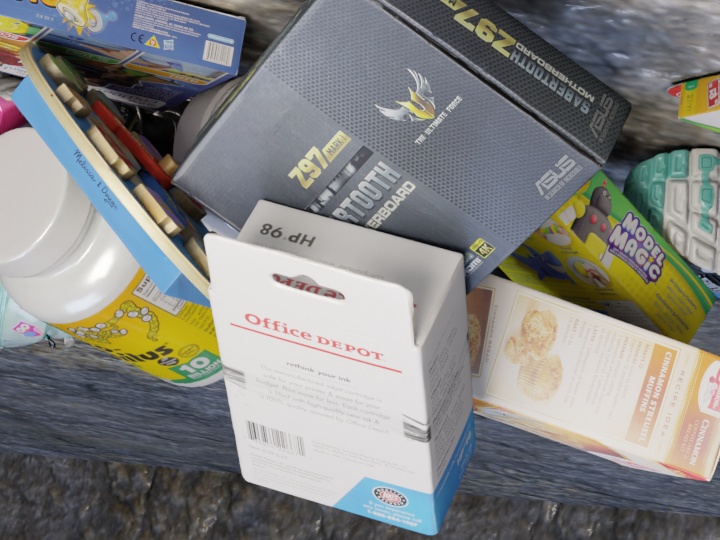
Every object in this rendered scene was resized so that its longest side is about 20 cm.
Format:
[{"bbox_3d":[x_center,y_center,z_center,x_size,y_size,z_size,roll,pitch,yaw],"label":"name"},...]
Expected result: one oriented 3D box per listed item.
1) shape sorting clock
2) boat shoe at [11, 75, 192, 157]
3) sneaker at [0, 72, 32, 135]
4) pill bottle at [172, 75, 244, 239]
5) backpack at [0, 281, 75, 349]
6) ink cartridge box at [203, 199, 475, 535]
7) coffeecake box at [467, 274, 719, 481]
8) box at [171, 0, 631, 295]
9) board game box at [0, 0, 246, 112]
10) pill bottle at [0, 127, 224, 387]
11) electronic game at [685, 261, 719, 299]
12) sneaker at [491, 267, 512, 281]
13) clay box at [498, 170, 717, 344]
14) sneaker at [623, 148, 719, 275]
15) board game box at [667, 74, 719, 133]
[{"bbox_3d":[-0.113,-0.045,1.401,0.200,0.039,0.200,49,-172,-9],"label":"shape sorting clock"},{"bbox_3d":[-0.153,-0.093,1.601,0.200,0.070,0.066,15,172,11],"label":"boat shoe"},{"bbox_3d":[-0.262,-0.086,1.500,0.088,0.081,0.200,29,-164,15],"label":"sneaker"},{"bbox_3d":[-0.006,-0.067,1.461,0.114,0.114,0.200,18,166,-40],"label":"pill bottle"},{"bbox_3d":[-0.219,-0.023,1.708,0.126,0.167,0.200,3,180,-8],"label":"backpack"},{"bbox_3d":[-0.007,0.039,1.328,0.116,0.067,0.200,16,142,18],"label":"ink cartridge box"},{"bbox_3d":[0.098,0.054,1.506,0.200,0.073,0.154,19,175,-12],"label":"coffeecake box"},{"bbox_3d":[0.016,-0.063,1.299,0.158,0.051,0.200,36,139,-8],"label":"box"},{"bbox_3d":[-0.180,-0.136,1.452,0.200,0.035,0.135,13,170,-22],"label":"board game box"},{"bbox_3d":[-0.144,-0.010,1.546,0.113,0.113,0.200,2,162,35],"label":"pill bottle"},{"bbox_3d":[0.243,-0.006,1.784,0.200,0.042,0.200,9,169,2],"label":"electronic game"},{"bbox_3d":[0.000,0.000,1.667,0.200,0.080,0.074,9,167,11],"label":"sneaker"},{"bbox_3d":[0.110,-0.033,1.557,0.200,0.048,0.115,46,158,-28],"label":"clay box"},{"bbox_3d":[0.249,-0.025,1.604,0.200,0.078,0.091,14,175,-13],"label":"sneaker"},{"bbox_3d":[0.256,-0.089,1.375,0.095,0.030,0.200,15,170,-30],"label":"board game box"}]
